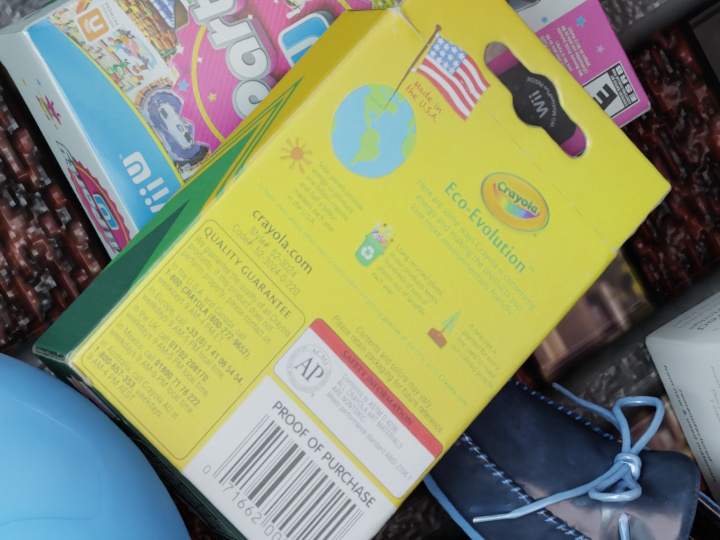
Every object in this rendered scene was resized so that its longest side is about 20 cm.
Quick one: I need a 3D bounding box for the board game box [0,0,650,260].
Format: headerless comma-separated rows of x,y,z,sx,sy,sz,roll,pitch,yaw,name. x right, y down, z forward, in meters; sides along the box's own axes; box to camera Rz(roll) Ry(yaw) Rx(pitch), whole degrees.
-0.013,-0.072,1.029,0.200,0.064,0.148,-32,103,-16,board game box

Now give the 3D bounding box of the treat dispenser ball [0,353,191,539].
-0.148,0.123,0.909,0.200,0.201,0.202,-1,92,-21,treat dispenser ball

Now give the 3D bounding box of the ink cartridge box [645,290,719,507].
0.221,0.031,1.046,0.144,0.200,0.085,-30,102,-18,ink cartridge box

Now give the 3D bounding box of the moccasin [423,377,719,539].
0.106,0.089,1.067,0.200,0.068,0.081,33,48,-26,moccasin

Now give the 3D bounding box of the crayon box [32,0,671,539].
0.000,0.000,0.976,0.200,0.051,0.127,-47,108,-12,crayon box
